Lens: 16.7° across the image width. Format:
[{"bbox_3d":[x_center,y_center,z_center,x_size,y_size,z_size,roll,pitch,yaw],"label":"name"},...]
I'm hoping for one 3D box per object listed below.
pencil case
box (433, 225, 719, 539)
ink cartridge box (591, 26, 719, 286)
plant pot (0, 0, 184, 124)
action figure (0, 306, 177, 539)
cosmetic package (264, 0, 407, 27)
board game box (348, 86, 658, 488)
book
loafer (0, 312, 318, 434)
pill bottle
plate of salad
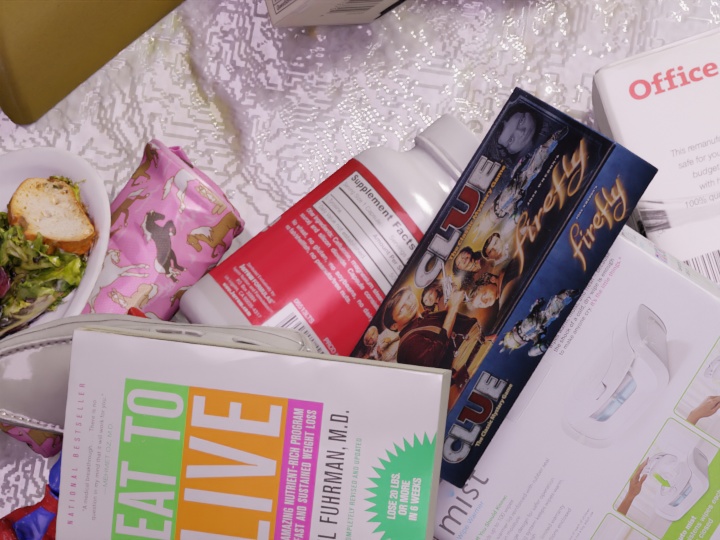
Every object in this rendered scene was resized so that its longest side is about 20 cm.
[{"bbox_3d":[-0.156,0.016,1.487,0.086,0.083,0.200,40,86,11],"label":"pencil case"},{"bbox_3d":[0.154,0.098,1.375,0.176,0.097,0.201,31,98,3],"label":"box"},{"bbox_3d":[0.235,-0.041,1.469,0.145,0.084,0.202,-17,80,2],"label":"ink cartridge box"},{"bbox_3d":[-0.205,-0.241,1.485,0.200,0.176,0.200,-39,80,-3],"label":"plant pot"},{"bbox_3d":[-0.152,0.132,1.434,0.201,0.065,0.099,-55,50,12],"label":"action figure"},{"bbox_3d":[-0.021,-0.261,1.503,0.087,0.103,0.202,-8,78,-40],"label":"cosmetic package"},{"bbox_3d":[0.071,0.006,1.354,0.034,0.135,0.201,30,94,-26],"label":"board game box"},{"bbox_3d":[-0.058,0.107,1.296,0.198,0.048,0.135,6,92,10],"label":"book"},{"bbox_3d":[-0.120,0.060,1.363,0.198,0.070,0.071,-4,98,0],"label":"loafer"},{"bbox_3d":[0.000,0.000,1.463,0.200,0.112,0.112,-38,80,-6],"label":"pill bottle"},{"bbox_3d":[-0.235,0.004,1.463,0.199,0.048,0.201,-20,48,24],"label":"plate of salad"}]
